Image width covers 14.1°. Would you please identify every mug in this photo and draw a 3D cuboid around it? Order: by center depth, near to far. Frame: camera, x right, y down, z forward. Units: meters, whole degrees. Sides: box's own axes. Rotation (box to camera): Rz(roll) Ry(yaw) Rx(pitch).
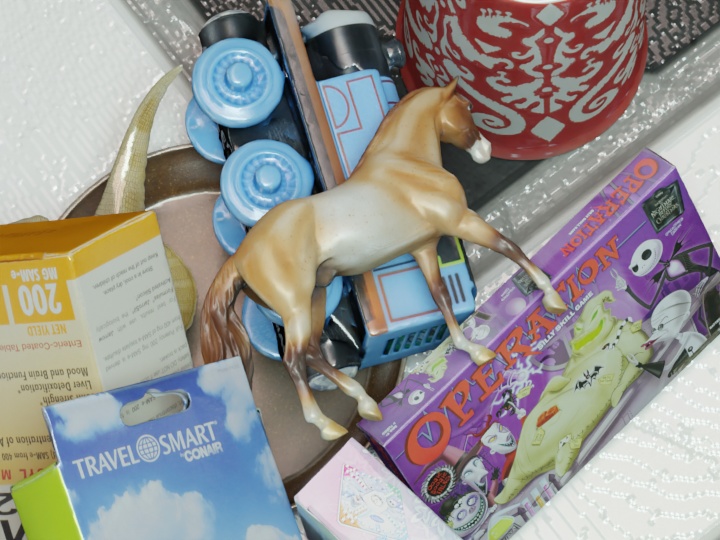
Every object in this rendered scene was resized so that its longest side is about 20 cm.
[{"bbox_3d":[0.071,-0.165,1.455,0.133,0.200,0.178,-32,77,-7],"label":"mug"}]

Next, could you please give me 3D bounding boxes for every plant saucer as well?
[{"bbox_3d":[-0.074,0.034,1.490,0.199,0.035,0.202,0,76,1],"label":"plant saucer"}]

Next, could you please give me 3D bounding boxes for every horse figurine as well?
[{"bbox_3d":[0.000,0.000,1.371,0.199,0.050,0.133,-29,81,-18],"label":"horse figurine"}]

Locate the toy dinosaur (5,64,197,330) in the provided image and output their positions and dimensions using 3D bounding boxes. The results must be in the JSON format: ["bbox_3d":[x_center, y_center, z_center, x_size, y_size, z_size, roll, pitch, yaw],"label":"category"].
[{"bbox_3d":[-0.131,0.000,1.463,0.100,0.058,0.201,0,85,-13],"label":"toy dinosaur"}]

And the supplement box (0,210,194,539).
[{"bbox_3d":[-0.141,0.080,1.376,0.125,0.073,0.201,-5,105,34],"label":"supplement box"}]

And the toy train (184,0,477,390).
[{"bbox_3d":[-0.017,-0.042,1.452,0.114,0.087,0.201,-14,75,-11],"label":"toy train"}]

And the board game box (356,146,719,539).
[{"bbox_3d":[0.097,0.046,1.443,0.200,0.120,0.032,-43,42,-10],"label":"board game box"}]

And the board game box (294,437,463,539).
[{"bbox_3d":[0.057,0.175,1.363,0.199,0.200,0.043,42,81,10],"label":"board game box"}]

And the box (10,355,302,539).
[{"bbox_3d":[-0.074,0.149,1.286,0.122,0.048,0.201,-14,81,-43],"label":"box"}]
